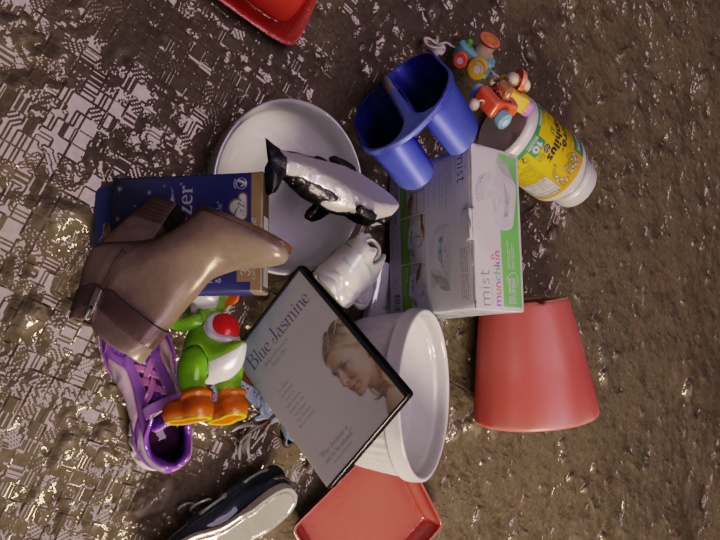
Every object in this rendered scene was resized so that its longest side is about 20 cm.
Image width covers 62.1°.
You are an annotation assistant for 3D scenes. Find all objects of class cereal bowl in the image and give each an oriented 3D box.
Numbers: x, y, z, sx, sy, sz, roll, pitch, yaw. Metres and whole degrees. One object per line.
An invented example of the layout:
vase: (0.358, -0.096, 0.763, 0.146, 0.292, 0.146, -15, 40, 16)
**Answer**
cereal bowl: (-0.098, -0.099, 0.727, 0.195, 0.082, 0.207, -4, 97, -34)

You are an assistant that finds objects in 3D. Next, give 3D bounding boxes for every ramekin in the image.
ramekin: (0.036, 0.151, 0.744, 0.199, 0.102, 0.208, -2, 90, -65)

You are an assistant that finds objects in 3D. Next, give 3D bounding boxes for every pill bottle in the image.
pill bottle: (0.289, -0.182, 0.958, 0.197, 0.112, 0.116, 27, 80, -32)

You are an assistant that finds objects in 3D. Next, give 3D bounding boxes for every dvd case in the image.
dvd case: (-0.050, 0.115, 0.671, 0.144, 0.200, 0.017, -50, 155, 14)

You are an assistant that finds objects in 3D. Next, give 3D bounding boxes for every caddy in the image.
caddy: (0.061, -0.200, 0.760, 0.140, 0.202, 0.105, -37, 121, 14)

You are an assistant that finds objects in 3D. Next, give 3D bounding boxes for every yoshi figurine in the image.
yoshi figurine: (-0.183, 0.066, 0.663, 0.108, 0.113, 0.207, -2, 72, -12)

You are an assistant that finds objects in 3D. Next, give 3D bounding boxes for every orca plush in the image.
orca plush: (-0.040, -0.075, 0.675, 0.072, 0.106, 0.198, -50, 155, 24)

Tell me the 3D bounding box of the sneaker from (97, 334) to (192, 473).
sneaker: (-0.229, 0.135, 0.661, 0.079, 0.088, 0.207, -18, 103, -29)

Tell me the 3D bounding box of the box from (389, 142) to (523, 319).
box: (0.121, -0.042, 0.802, 0.094, 0.175, 0.207, 5, 79, -34)

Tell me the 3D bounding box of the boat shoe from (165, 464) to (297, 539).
boat shoe: (-0.173, 0.307, 0.727, 0.197, 0.062, 0.076, -32, 127, -18)

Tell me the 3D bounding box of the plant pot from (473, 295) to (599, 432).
plant pot: (0.265, 0.138, 0.937, 0.195, 0.198, 0.184, -5, 89, -32)

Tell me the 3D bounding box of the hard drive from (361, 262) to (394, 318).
hard drive: (0.053, 0.100, 0.880, 0.129, 0.025, 0.207, 14, 87, -34)

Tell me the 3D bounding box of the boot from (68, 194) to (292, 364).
boot: (-0.173, 0.014, 0.550, 0.149, 0.195, 0.071, -65, 151, -18)

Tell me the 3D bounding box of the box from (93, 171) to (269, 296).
box: (-0.193, -0.035, 0.622, 0.193, 0.032, 0.126, -2, 82, 6)

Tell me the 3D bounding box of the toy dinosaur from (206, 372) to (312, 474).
toy dinosaur: (-0.110, 0.172, 0.756, 0.182, 0.104, 0.201, 48, 37, -7)

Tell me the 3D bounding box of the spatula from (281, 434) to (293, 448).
spatula: (-0.080, 0.137, 0.798, 0.055, 0.020, 0.207, 10, 89, -35)

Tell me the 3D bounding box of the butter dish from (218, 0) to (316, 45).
butter dish: (-0.095, -0.396, 0.663, 0.197, 0.146, 0.205, 26, 82, -32)

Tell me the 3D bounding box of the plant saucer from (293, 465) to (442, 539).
plant saucer: (0.012, 0.368, 0.872, 0.198, 0.036, 0.204, -37, 113, -25)

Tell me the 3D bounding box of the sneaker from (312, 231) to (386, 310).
sneaker: (0.000, 0.000, 0.742, 0.070, 0.200, 0.080, 43, 93, 4)

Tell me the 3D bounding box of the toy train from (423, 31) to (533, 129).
toy train: (0.178, -0.279, 0.835, 0.147, 0.203, 0.056, -1, 140, -40)
